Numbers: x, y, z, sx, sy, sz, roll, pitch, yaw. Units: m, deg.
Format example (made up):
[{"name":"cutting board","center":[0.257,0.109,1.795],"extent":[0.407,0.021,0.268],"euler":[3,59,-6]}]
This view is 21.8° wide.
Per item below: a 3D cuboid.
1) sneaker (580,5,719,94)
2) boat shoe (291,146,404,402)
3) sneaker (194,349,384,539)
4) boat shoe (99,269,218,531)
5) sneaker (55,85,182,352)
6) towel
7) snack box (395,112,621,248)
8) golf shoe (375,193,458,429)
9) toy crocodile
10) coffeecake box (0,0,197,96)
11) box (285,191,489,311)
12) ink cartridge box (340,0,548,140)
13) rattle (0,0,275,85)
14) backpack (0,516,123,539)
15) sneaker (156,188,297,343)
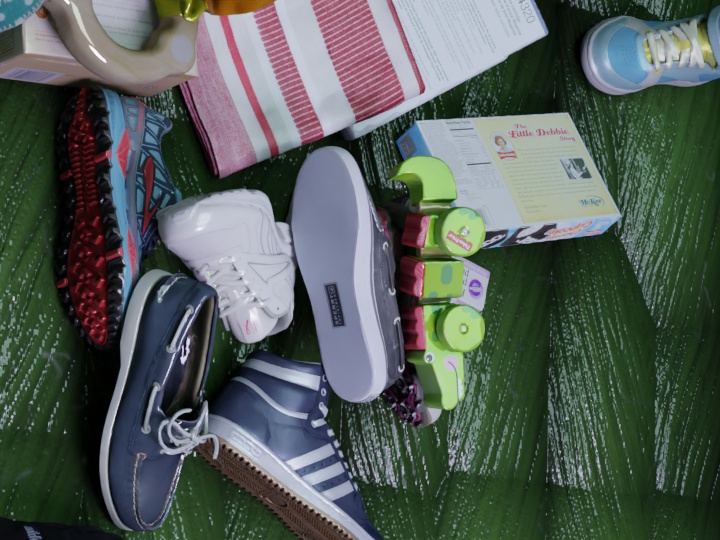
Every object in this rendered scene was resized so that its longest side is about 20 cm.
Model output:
[{"name":"sneaker","center":[0.316,-0.222,1.819],"extent":[0.200,0.130,0.080],"euler":[-11,90,-41]},{"name":"boat shoe","center":[0.000,0.000,1.458],"extent":[0.066,0.070,0.201],"euler":[-19,99,-51]},{"name":"sneaker","center":[-0.035,0.146,1.485],"extent":[0.200,0.070,0.109],"euler":[42,59,-23]},{"name":"boat shoe","center":[-0.140,0.101,1.371],"extent":[0.075,0.062,0.201],"euler":[-3,106,-61]},{"name":"sneaker","center":[-0.169,-0.037,1.403],"extent":[0.095,0.079,0.201],"euler":[8,77,-42]},{"name":"towel","center":[-0.055,-0.176,1.521],"extent":[0.200,0.023,0.144],"euler":[-23,98,-20]},{"name":"snack box","center":[0.135,-0.081,1.673],"extent":[0.200,0.037,0.116],"euler":[-7,64,-41]},{"name":"golf shoe","center":[0.053,0.035,1.547],"extent":[0.092,0.073,0.201],"euler":[-19,114,-26]},{"name":"toy crocodile","center":[0.057,0.010,1.469],"extent":[0.062,0.067,0.201],"euler":[-2,94,-23]},{"name":"coffeecake box","center":[-0.208,-0.243,1.413],"extent":[0.153,0.073,0.201],"euler":[4,79,-40]},{"name":"box","center":[0.025,-0.016,1.588],"extent":[0.200,0.041,0.039],"euler":[27,66,-35]},{"name":"ink cartridge box","center":[0.031,-0.242,1.588],"extent":[0.200,0.043,0.197],"euler":[-29,101,-14]},{"name":"rattle","center":[-0.167,-0.200,1.303],"extent":[0.200,0.143,0.131],"euler":[15,90,-45]},{"name":"backpack","center":[-0.181,0.265,1.265],"extent":[0.190,0.200,0.155],"euler":[-5,115,-48]},{"name":"sneaker","center":[-0.089,0.001,1.410],"extent":[0.200,0.078,0.100],"euler":[31,47,-65]}]
